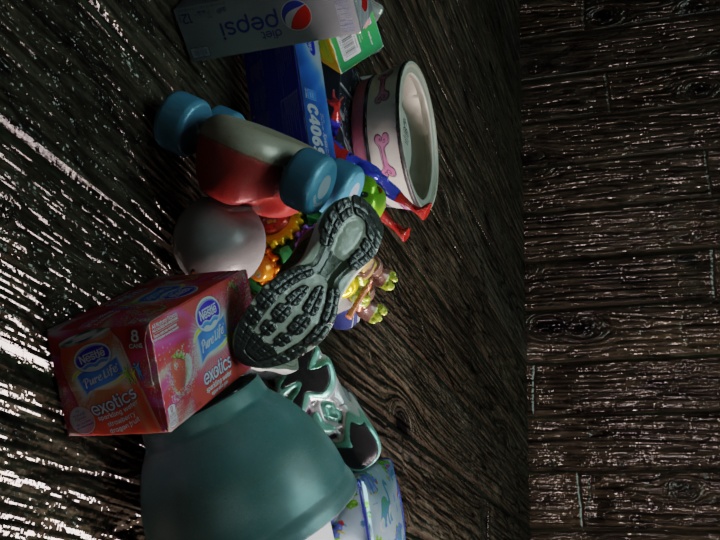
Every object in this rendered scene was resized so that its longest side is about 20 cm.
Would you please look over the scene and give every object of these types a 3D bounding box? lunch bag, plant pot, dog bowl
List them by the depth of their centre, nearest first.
[{"bbox_3d":[-0.119,0.178,0.920,0.135,0.199,0.200,66,21,-5],"label":"plant pot"},{"bbox_3d":[-0.009,0.358,1.289,0.170,0.127,0.202,-2,78,-72],"label":"lunch bag"},{"bbox_3d":[0.046,-0.175,1.341,0.200,0.073,0.202,-5,90,-72],"label":"dog bowl"}]

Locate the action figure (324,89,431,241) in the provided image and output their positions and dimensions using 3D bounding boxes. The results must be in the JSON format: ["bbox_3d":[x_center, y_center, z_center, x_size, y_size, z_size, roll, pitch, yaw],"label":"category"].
[{"bbox_3d":[-0.006,-0.129,1.180,0.065,0.200,0.099,-48,168,-19],"label":"action figure"}]

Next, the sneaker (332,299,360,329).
[{"bbox_3d":[-0.068,0.024,1.287,0.200,0.080,0.116,69,34,-45],"label":"sneaker"}]

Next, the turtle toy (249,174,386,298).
[{"bbox_3d":[-0.058,-0.039,1.137,0.101,0.199,0.146,57,9,-44],"label":"turtle toy"}]

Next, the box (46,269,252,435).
[{"bbox_3d":[-0.174,0.067,0.893,0.200,0.099,0.096,-37,120,-68],"label":"box"}]

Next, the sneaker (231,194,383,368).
[{"bbox_3d":[-0.056,0.018,0.965,0.077,0.088,0.200,46,63,-12],"label":"sneaker"}]

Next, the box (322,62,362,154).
[{"bbox_3d":[-0.045,-0.157,1.342,0.182,0.103,0.202,42,46,-63],"label":"box"}]

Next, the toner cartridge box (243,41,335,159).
[{"bbox_3d":[-0.085,-0.193,1.180,0.043,0.095,0.202,11,62,-43],"label":"toner cartridge box"}]

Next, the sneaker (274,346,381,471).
[{"bbox_3d":[-0.054,0.161,1.298,0.201,0.077,0.140,58,-4,-8],"label":"sneaker"}]

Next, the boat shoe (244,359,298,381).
[{"bbox_3d":[-0.130,0.088,1.086,0.200,0.060,0.076,41,27,-62],"label":"boat shoe"}]

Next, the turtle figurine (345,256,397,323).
[{"bbox_3d":[0.000,0.000,1.264,0.162,0.064,0.201,69,23,-56],"label":"turtle figurine"}]

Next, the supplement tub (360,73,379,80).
[{"bbox_3d":[0.036,-0.205,1.573,0.123,0.122,0.202,-40,124,-68],"label":"supplement tub"}]

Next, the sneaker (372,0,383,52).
[{"bbox_3d":[-0.018,-0.399,1.488,0.200,0.099,0.078,63,28,-49],"label":"sneaker"}]

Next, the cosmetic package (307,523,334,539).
[{"bbox_3d":[-0.087,0.290,1.135,0.113,0.081,0.201,-61,142,-62],"label":"cosmetic package"}]

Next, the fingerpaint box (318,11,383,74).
[{"bbox_3d":[-0.066,-0.367,1.233,0.167,0.073,0.201,41,-20,46],"label":"fingerpaint box"}]

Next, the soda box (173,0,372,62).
[{"bbox_3d":[-0.092,-0.278,1.070,0.068,0.198,0.064,-72,151,-53],"label":"soda box"}]

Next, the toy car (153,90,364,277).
[{"bbox_3d":[-0.128,-0.052,1.036,0.201,0.183,0.177,-67,164,7],"label":"toy car"}]
